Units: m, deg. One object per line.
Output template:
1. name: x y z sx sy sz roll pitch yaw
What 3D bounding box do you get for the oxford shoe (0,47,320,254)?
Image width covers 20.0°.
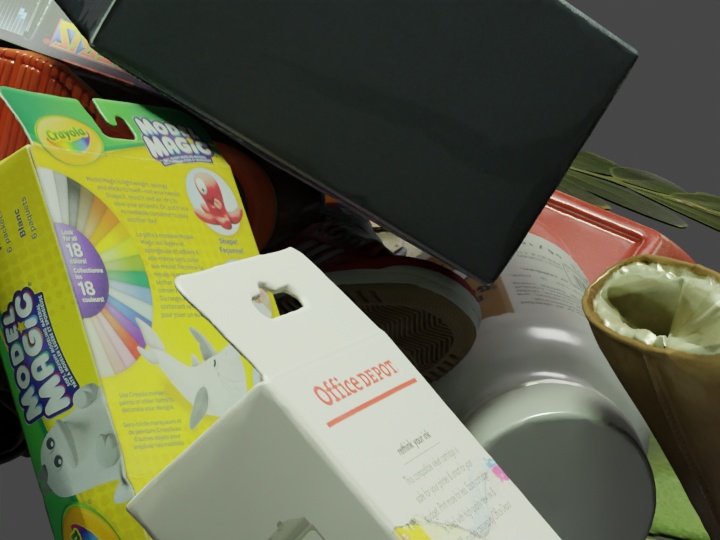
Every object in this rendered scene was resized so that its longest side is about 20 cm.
1. oxford shoe: -0.110 -0.052 0.947 0.200 0.071 0.072 27 19 27

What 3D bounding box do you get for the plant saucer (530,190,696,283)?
1. plant saucer: 0.067 0.007 1.145 0.199 0.037 0.200 24 46 19

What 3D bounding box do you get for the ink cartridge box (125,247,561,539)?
1. ink cartridge box: 0.005 0.090 0.658 0.200 0.067 0.116 50 17 8

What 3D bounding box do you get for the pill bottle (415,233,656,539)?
1. pill bottle: 0.073 0.064 0.948 0.114 0.115 0.200 17 19 -11

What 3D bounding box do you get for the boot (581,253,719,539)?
1. boot: 0.178 0.101 0.814 0.175 0.066 0.200 20 -37 54

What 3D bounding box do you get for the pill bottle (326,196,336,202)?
1. pill bottle: -0.061 -0.077 1.184 0.200 0.113 0.113 -23 -7 25

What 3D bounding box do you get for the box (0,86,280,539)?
1. box: -0.075 0.032 0.737 0.048 0.201 0.117 -25 -16 31

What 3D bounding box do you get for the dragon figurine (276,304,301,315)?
1. dragon figurine: -0.032 0.081 0.849 0.200 0.100 0.059 47 21 24

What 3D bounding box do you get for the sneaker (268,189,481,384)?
1. sneaker: 0.000 0.000 0.947 0.071 0.113 0.200 45 -32 -21

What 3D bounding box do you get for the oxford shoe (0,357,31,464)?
1. oxford shoe: -0.131 0.040 0.784 0.200 0.073 0.084 -21 41 -30

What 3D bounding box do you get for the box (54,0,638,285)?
1. box: -0.020 -0.110 0.879 0.200 0.123 0.198 30 5 -20

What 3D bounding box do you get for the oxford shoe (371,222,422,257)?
1. oxford shoe: -0.016 0.015 1.062 0.199 0.071 0.075 -15 59 -6

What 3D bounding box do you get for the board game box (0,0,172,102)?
1. board game box: -0.158 -0.071 1.065 0.165 0.057 0.200 20 -33 -2
